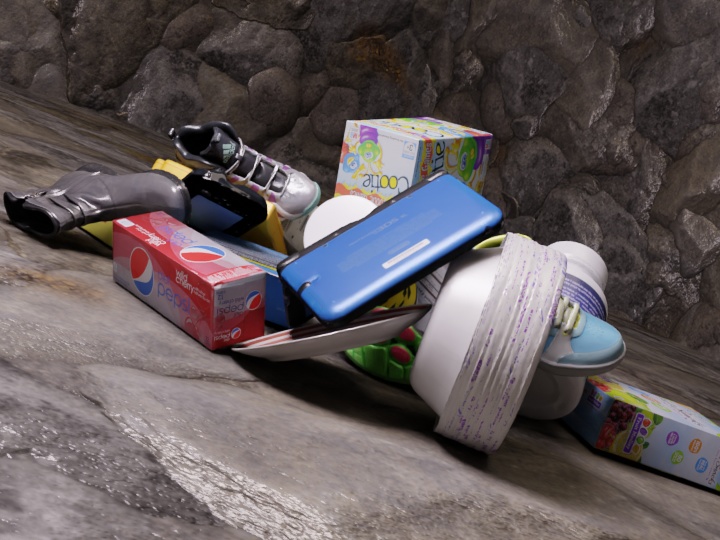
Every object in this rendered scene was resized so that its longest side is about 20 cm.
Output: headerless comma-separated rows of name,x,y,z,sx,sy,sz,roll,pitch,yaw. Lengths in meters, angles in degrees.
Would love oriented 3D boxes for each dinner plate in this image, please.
dinner plate,-0.026,0.062,1.094,0.197,0.025,0.200,-11,0,0

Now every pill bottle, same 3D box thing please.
pill bottle,0.227,0.064,1.351,0.118,0.121,0.201,22,49,10
pill bottle,0.000,0.000,1.313,0.113,0.115,0.200,23,-16,19

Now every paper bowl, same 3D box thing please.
paper bowl,0.113,0.062,1.079,0.103,0.204,0.201,20,7,3

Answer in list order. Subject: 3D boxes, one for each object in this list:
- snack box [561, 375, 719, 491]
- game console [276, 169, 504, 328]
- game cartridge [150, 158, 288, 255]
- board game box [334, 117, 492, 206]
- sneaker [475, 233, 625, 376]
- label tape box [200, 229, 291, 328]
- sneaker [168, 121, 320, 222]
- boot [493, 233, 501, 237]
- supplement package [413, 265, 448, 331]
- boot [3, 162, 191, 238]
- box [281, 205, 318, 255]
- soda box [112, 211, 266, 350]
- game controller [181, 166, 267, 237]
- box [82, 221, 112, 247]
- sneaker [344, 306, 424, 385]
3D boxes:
snack box,0.344,0.188,1.379,0.197,0.069,0.169,21,6,-15
game console,0.029,0.004,1.108,0.171,0.198,0.119,42,-21,52
game cartridge,-0.177,-0.062,1.492,0.174,0.033,0.201,23,-24,14
board game box,0.067,-0.124,1.391,0.104,0.105,0.199,18,17,27
sneaker,0.193,0.032,1.205,0.197,0.132,0.080,16,46,8
label tape box,-0.132,0.010,1.302,0.142,0.064,0.200,20,6,3
sneaker,-0.150,-0.131,1.424,0.197,0.079,0.140,13,-21,12
boot,0.145,-0.047,1.493,0.165,0.065,0.201,42,15,-36
supplement package,0.066,0.005,1.495,0.200,0.111,0.155,48,16,18
boot,-0.292,-0.066,1.267,0.198,0.071,0.131,7,23,36
box,-0.137,-0.063,1.575,0.198,0.069,0.082,10,-26,41
soda box,-0.174,0.006,1.135,0.063,0.071,0.199,-13,27,-37
game controller,-0.182,-0.073,1.378,0.104,0.043,0.199,35,-22,-16
box,-0.287,-0.055,1.402,0.075,0.051,0.199,15,10,-46
sneaker,0.064,0.100,1.261,0.197,0.078,0.084,22,-15,2
